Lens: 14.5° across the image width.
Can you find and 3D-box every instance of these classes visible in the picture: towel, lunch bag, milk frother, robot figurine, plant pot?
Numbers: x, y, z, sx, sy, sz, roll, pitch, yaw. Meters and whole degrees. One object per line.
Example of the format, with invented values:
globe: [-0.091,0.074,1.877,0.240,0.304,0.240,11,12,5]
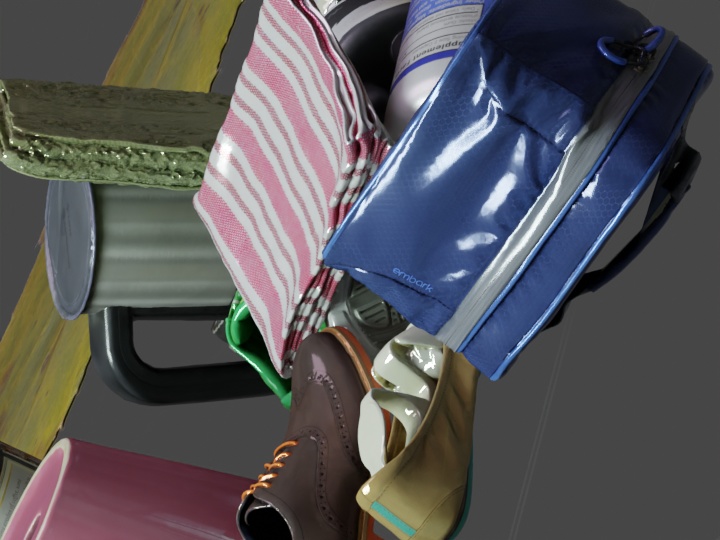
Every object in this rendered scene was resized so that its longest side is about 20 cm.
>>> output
towel: [-0.152,-0.088,1.882,0.148,0.200,0.036,-123,37,-65]
lunch bag: [0.090,-0.053,1.414,0.200,0.132,0.136,-55,1,39]
towel: [-0.046,-0.055,1.633,0.146,0.030,0.200,62,144,36]
milk frother: [-0.092,-0.012,1.901,0.200,0.188,0.181,134,131,-59]
robot figurine: [0.028,-0.114,1.793,0.200,0.150,0.125,-134,31,-76]
plant pot: [-0.118,0.191,1.642,0.200,0.179,0.200,-58,15,25]

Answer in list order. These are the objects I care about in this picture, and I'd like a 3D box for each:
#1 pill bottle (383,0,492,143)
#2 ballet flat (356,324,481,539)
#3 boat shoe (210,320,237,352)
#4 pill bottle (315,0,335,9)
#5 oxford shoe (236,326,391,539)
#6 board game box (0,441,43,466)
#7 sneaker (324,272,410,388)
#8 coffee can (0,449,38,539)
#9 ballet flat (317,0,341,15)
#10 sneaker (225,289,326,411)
pill bottle: [0.074,-0.102,1.602,0.112,0.112,0.200,-50,21,46]
ballet flat: [0.034,0.067,1.543,0.069,0.063,0.200,-55,15,33]
boat shoe: [-0.069,-0.037,2.149,0.201,0.061,0.072,-63,12,3]
pill bottle: [-0.005,-0.148,2.019,0.200,0.104,0.104,-54,16,36]
oxford shoe: [-0.028,0.115,1.564,0.071,0.073,0.200,-50,36,47]
board game box: [-0.217,0.218,1.930,0.159,0.200,0.097,-65,13,-5]
sneaker: [0.000,0.000,1.692,0.099,0.078,0.200,103,152,-63]
coffee can: [-0.184,0.213,1.805,0.146,0.200,0.146,-58,14,23]
ballet flat: [-0.006,-0.156,1.911,0.074,0.074,0.200,-118,35,-74]
sneaker: [-0.044,0.016,1.763,0.074,0.084,0.200,-45,47,20]
